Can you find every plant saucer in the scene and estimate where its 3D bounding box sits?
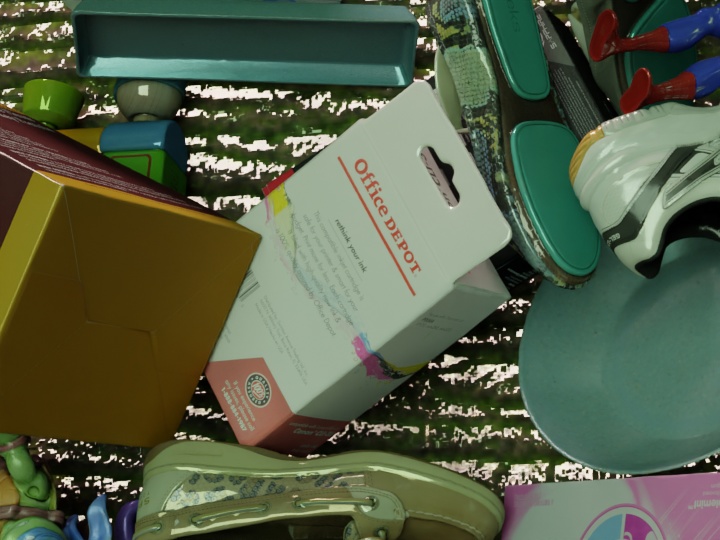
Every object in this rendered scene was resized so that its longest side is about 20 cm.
[{"bbox_3d":[0.181,0.031,1.414,0.201,0.039,0.201,-22,45,24],"label":"plant saucer"},{"bbox_3d":[-0.067,-0.135,1.514,0.200,0.070,0.019,2,62,-1],"label":"plant saucer"}]

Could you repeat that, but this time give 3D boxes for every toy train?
[{"bbox_3d":[-0.198,-0.064,1.571,0.200,0.085,0.116,-2,66,18],"label":"toy train"}]

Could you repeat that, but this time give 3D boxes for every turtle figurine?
[{"bbox_3d":[-0.253,0.115,1.471,0.200,0.194,0.144,-13,113,-17],"label":"turtle figurine"}]

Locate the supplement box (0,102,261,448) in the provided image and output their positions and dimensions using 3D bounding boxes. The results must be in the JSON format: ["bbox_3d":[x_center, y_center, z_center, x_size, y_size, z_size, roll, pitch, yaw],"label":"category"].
[{"bbox_3d":[-0.202,-0.010,1.391,0.200,0.197,0.133,27,96,28],"label":"supplement box"}]

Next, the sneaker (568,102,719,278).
[{"bbox_3d":[0.215,-0.054,1.380,0.200,0.076,0.088,-21,67,-5],"label":"sneaker"}]

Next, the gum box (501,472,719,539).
[{"bbox_3d":[0.152,0.169,1.357,0.200,0.066,0.114,-10,71,51],"label":"gum box"}]

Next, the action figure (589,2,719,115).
[{"bbox_3d":[0.224,-0.131,1.411,0.200,0.052,0.065,-13,56,-29],"label":"action figure"}]

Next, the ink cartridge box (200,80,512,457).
[{"bbox_3d":[0.000,0.000,1.427,0.200,0.067,0.117,-38,65,23],"label":"ink cartridge box"}]

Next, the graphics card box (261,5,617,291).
[{"bbox_3d":[0.056,-0.045,1.482,0.200,0.051,0.126,-34,66,16],"label":"graphics card box"}]

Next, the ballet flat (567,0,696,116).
[{"bbox_3d":[0.141,-0.155,1.429,0.064,0.200,0.067,27,60,36],"label":"ballet flat"}]

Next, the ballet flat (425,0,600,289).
[{"bbox_3d":[0.080,-0.075,1.422,0.074,0.074,0.200,-16,70,14],"label":"ballet flat"}]

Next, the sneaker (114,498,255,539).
[{"bbox_3d":[-0.051,0.174,1.459,0.200,0.083,0.081,11,81,20],"label":"sneaker"}]

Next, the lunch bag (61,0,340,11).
[{"bbox_3d":[-0.125,-0.206,1.527,0.200,0.170,0.122,-1,70,19],"label":"lunch bag"}]

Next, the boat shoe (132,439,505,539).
[{"bbox_3d":[-0.023,0.138,1.407,0.200,0.073,0.063,4,55,9],"label":"boat shoe"}]
